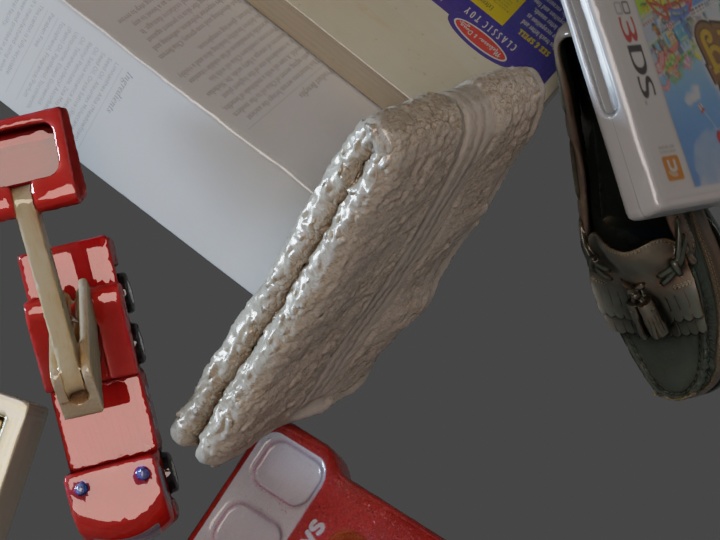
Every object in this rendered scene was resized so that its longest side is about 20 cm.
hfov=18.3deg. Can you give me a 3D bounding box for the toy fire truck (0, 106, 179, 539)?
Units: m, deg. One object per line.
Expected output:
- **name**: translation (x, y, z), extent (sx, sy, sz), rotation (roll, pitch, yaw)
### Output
- **toy fire truck**: translation (-0.130, 0.032, 1.021), extent (0.049, 0.141, 0.200), rotation (-14, 88, -1)

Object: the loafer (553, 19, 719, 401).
- **loafer**: translation (0.125, -0.029, 1.046), extent (0.072, 0.063, 0.200), rotation (-5, 103, 37)

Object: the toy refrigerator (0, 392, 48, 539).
- **toy refrigerator**: translation (-0.258, 0.069, 1.060), extent (0.200, 0.070, 0.076), rotation (18, 84, 2)

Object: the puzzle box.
- **puzzle box**: translation (0.020, -0.148, 1.078), extent (0.200, 0.025, 0.133), rotation (39, 62, 5)

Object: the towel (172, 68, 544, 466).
- **towel**: translation (0.000, 0.000, 0.992), extent (0.034, 0.133, 0.200), rotation (42, 123, 16)

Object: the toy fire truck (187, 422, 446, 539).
- **toy fire truck**: translation (-0.032, 0.190, 1.038), extent (0.168, 0.112, 0.200), rotation (31, 84, 28)

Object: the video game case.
- **video game case**: translation (0.164, -0.122, 1.035), extent (0.200, 0.022, 0.182), rotation (-10, 82, -46)

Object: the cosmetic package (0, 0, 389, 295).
- **cosmetic package**: translation (-0.086, -0.086, 1.051), extent (0.200, 0.101, 0.071), rotation (38, 126, 5)
